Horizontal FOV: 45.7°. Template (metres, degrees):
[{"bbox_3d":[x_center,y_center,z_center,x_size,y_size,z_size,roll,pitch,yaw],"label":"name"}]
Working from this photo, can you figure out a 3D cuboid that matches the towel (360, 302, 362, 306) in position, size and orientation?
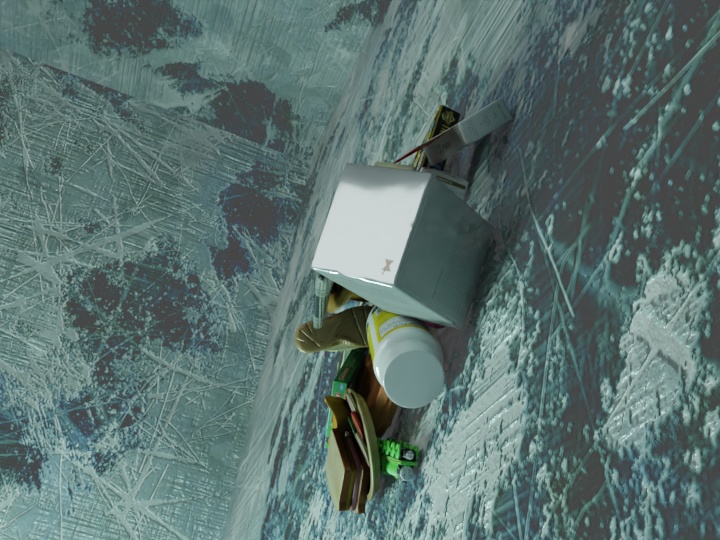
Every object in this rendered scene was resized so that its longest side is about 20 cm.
[{"bbox_3d":[0.018,0.054,1.891,0.146,0.029,0.205,-179,102,-85],"label":"towel"}]

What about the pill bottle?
[{"bbox_3d":[0.071,0.127,1.355,0.201,0.112,0.116,-102,32,-69],"label":"pill bottle"}]

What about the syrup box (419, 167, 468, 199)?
[{"bbox_3d":[0.118,-0.076,1.520,0.079,0.080,0.204,-138,65,-78],"label":"syrup box"}]

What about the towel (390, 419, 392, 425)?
[{"bbox_3d":[0.037,0.226,1.607,0.200,0.021,0.150,140,145,-70],"label":"towel"}]

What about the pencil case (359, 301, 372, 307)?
[{"bbox_3d":[0.052,-0.005,1.747,0.089,0.077,0.203,-24,42,38],"label":"pencil case"}]

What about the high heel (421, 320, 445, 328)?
[{"bbox_3d":[0.126,0.010,1.381,0.201,0.066,0.098,-91,18,-60],"label":"high heel"}]

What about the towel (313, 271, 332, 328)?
[{"bbox_3d":[-0.043,-0.025,1.441,0.194,0.034,0.204,99,-177,-62],"label":"towel"}]

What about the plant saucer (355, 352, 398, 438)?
[{"bbox_3d":[0.030,0.209,1.537,0.200,0.037,0.204,-160,89,-78],"label":"plant saucer"}]

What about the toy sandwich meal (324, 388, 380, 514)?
[{"bbox_3d":[-0.022,0.301,1.441,0.205,0.069,0.210,171,90,-77],"label":"toy sandwich meal"}]

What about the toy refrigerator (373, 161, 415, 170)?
[{"bbox_3d":[0.035,-0.080,1.430,0.070,0.074,0.203,63,-138,-58],"label":"toy refrigerator"}]

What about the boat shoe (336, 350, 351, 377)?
[{"bbox_3d":[-0.008,0.167,1.786,0.061,0.070,0.204,-99,26,-59],"label":"boat shoe"}]

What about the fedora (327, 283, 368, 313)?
[{"bbox_3d":[0.000,0.000,1.547,0.202,0.081,0.203,-55,21,33],"label":"fedora"}]

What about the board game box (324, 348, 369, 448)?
[{"bbox_3d":[-0.023,0.231,1.619,0.200,0.028,0.138,-53,-27,-69],"label":"board game box"}]

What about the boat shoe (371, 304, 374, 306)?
[{"bbox_3d":[0.053,0.082,1.640,0.066,0.071,0.200,-68,11,-25],"label":"boat shoe"}]

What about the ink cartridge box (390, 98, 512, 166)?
[{"bbox_3d":[0.143,-0.211,1.440,0.172,0.044,0.200,-32,4,-12],"label":"ink cartridge box"}]

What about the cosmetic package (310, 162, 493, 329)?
[{"bbox_3d":[0.066,-0.034,1.258,0.165,0.199,0.170,13,78,39],"label":"cosmetic package"}]

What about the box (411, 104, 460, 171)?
[{"bbox_3d":[0.129,-0.200,1.672,0.161,0.049,0.202,120,172,-51],"label":"box"}]

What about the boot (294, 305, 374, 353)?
[{"bbox_3d":[-0.007,0.108,1.571,0.155,0.196,0.074,7,-110,-73],"label":"boot"}]

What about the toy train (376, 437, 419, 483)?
[{"bbox_3d":[0.051,0.302,1.377,0.200,0.041,0.058,156,121,-76],"label":"toy train"}]
